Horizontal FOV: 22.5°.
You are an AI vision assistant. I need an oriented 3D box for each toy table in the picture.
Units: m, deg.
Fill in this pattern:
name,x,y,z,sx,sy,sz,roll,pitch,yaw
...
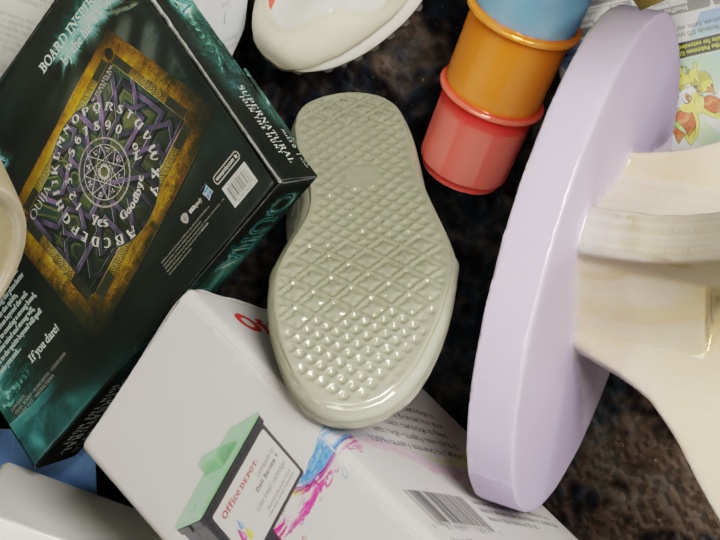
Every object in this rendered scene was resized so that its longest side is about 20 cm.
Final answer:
name,x,y,z,sx,sy,sz,roll,pitch,yaw
toy table,0.128,0.005,0.690,0.117,0.184,0.201,14,93,24

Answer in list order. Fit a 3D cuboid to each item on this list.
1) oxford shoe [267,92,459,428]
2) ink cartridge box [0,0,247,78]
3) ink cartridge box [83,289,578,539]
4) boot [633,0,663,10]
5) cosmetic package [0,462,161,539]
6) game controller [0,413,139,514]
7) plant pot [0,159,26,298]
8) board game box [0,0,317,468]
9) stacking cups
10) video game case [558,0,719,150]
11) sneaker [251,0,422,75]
name,x,y,z,sx,sy,sz,roll,pitch,yaw
oxford shoe,0.000,0.000,0.737,0.075,0.200,0.058,-1,126,-2
ink cartridge box,-0.132,-0.103,0.814,0.160,0.047,0.201,20,119,20
ink cartridge box,0.006,0.107,0.723,0.200,0.145,0.084,43,103,33
boot,0.099,-0.213,0.624,0.175,0.066,0.200,-43,100,-25
cosmetic package,-0.089,0.174,0.793,0.199,0.081,0.113,18,98,-5
game controller,-0.146,0.127,0.854,0.104,0.042,0.201,0,97,13
plant pot,-0.238,-0.051,0.748,0.200,0.187,0.188,39,105,24
board game box,-0.116,-0.027,0.772,0.200,0.028,0.136,-46,70,33
stacking cups,0.071,-0.124,0.735,0.060,0.061,0.200,30,126,8
video game case,0.180,-0.105,0.755,0.199,0.022,0.183,-12,95,14
sneaker,0.013,-0.171,0.738,0.200,0.093,0.070,-43,55,13
